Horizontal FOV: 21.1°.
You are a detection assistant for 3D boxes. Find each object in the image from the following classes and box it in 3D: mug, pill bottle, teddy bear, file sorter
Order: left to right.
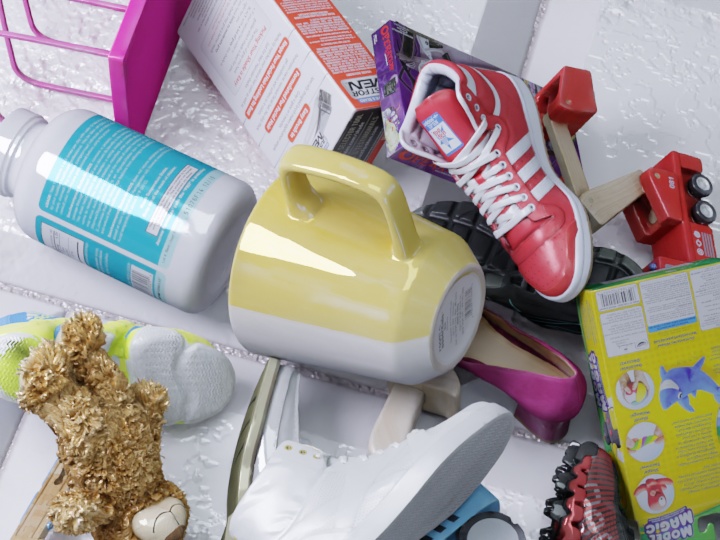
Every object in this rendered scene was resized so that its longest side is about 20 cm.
[{"bbox_3d":[-0.217,-0.217,1.572,0.125,0.139,0.200,13,59,5],"label":"file sorter"},{"bbox_3d":[-0.172,0.125,1.344,0.067,0.145,0.201,-14,91,21],"label":"teddy bear"},{"bbox_3d":[-0.189,-0.054,1.491,0.200,0.111,0.111,25,60,10],"label":"pill bottle"},{"bbox_3d":[-0.001,0.009,1.405,0.153,0.187,0.150,19,86,26],"label":"mug"}]

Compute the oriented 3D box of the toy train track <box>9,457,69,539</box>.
[{"bbox_3d":[-0.227,0.189,1.386,0.114,0.033,0.200,4,48,29],"label":"toy train track"}]

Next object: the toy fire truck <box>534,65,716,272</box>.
[{"bbox_3d":[0.210,-0.055,1.525,0.141,0.049,0.200,13,56,-25],"label":"toy fire truck"}]

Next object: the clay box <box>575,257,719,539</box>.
[{"bbox_3d":[0.234,0.100,1.427,0.115,0.048,0.201,-12,95,-11],"label":"clay box"}]

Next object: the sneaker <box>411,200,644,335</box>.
[{"bbox_3d":[0.121,0.009,1.496,0.200,0.079,0.076,20,64,13],"label":"sneaker"}]

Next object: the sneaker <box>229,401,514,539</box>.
[{"bbox_3d":[0.003,0.136,1.322,0.200,0.074,0.116,-39,55,-22],"label":"sneaker"}]

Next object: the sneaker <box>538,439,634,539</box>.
[{"bbox_3d":[0.176,0.217,1.377,0.098,0.071,0.201,5,61,-1],"label":"sneaker"}]

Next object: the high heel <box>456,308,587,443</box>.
[{"bbox_3d":[0.090,0.043,1.460,0.200,0.096,0.067,36,63,16],"label":"high heel"}]

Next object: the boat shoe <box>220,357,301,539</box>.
[{"bbox_3d":[-0.060,0.161,1.398,0.068,0.075,0.200,13,62,-7],"label":"boat shoe"}]

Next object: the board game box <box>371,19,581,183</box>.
[{"bbox_3d":[0.097,-0.114,1.532,0.200,0.032,0.120,18,55,-37],"label":"board game box"}]

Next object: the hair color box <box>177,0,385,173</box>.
[{"bbox_3d":[-0.057,-0.165,1.561,0.064,0.111,0.200,-13,58,-40],"label":"hair color box"}]

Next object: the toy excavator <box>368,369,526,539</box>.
[{"bbox_3d":[0.042,0.169,1.390,0.194,0.100,0.200,-36,59,-24],"label":"toy excavator"}]

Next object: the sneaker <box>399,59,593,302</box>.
[{"bbox_3d":[0.096,-0.069,1.423,0.112,0.071,0.200,13,48,-45],"label":"sneaker"}]

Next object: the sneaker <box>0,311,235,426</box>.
[{"bbox_3d":[-0.195,0.062,1.442,0.200,0.105,0.076,12,99,-29],"label":"sneaker"}]
